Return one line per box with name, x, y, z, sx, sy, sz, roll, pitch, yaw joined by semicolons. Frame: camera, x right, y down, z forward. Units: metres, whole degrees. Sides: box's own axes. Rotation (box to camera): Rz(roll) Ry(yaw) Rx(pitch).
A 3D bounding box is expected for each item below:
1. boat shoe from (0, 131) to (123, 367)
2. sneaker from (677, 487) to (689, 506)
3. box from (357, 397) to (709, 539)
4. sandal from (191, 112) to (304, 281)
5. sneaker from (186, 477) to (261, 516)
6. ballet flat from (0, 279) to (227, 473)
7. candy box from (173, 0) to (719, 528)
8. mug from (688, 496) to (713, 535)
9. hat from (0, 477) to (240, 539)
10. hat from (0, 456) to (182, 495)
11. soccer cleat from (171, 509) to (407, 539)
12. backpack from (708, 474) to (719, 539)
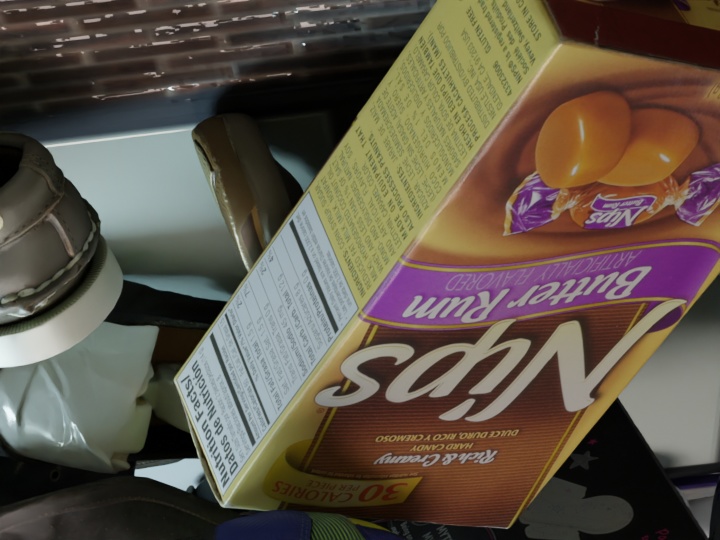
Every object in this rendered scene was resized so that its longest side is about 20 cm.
boat shoe;-0.172;-0.009;0.886;0.200;0.072;0.061;-2;131;22
sneaker;0.054;0.157;1.286;0.199;0.115;0.076;-10;158;11
box;0.079;0.143;1.016;0.114;0.200;0.133;-23;120;-2
sandal;0.000;0.000;0.957;0.054;0.081;0.200;-30;151;3
sneaker;-0.067;0.127;1.185;0.074;0.107;0.200;-8;162;10
ballet flat;-0.072;0.039;1.018;0.199;0.068;0.068;0;-160;-28
candy box;0.043;-0.007;0.861;0.116;0.057;0.200;7;135;-35
mug;0.199;0.174;1.355;0.175;0.148;0.200;-16;131;35
hat;-0.121;0.135;1.020;0.200;0.081;0.202;-21;132;-25
hat;-0.140;0.087;1.107;0.199;0.081;0.201;-6;157;-2
soccer cleat;-0.008;0.112;0.912;0.083;0.065;0.200;-2;171;6
backpack;0.208;0.086;1.048;0.153;0.192;0.200;10;158;2
